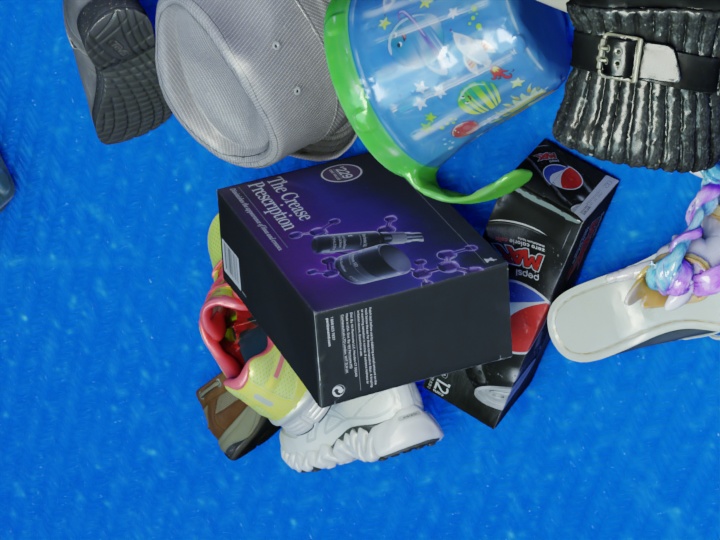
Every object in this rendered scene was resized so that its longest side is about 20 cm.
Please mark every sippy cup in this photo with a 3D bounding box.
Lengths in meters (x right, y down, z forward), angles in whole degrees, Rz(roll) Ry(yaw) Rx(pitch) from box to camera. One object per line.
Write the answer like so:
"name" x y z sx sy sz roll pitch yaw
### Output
"sippy cup" 0.065 -0.145 1.610 0.130 0.140 0.178 -21 115 27

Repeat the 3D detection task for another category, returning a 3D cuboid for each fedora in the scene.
"fedora" -0.083 -0.152 1.695 0.176 0.090 0.201 5 124 44

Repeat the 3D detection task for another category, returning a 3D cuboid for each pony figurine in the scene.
"pony figurine" 0.269 -0.025 1.500 0.192 0.200 0.167 12 131 25

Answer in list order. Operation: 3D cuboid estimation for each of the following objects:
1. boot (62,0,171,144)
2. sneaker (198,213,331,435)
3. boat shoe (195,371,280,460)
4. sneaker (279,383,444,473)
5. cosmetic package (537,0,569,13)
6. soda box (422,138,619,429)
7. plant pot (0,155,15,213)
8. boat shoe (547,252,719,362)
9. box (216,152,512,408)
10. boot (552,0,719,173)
"boot" -0.189 -0.188 1.772 0.200 0.070 0.132 96 150 -63
"sneaker" -0.081 0.022 1.768 0.078 0.090 0.200 -45 45 25
"boat shoe" -0.064 0.063 1.844 0.074 0.076 0.200 50 125 11
"sneaker" -0.006 0.104 1.820 0.200 0.075 0.081 -20 87 61
"cosmetic package" 0.146 -0.219 1.527 0.199 0.103 0.088 23 125 16
"soda box" 0.110 0.011 1.707 0.063 0.071 0.201 29 129 13
"plant pot" -0.390 -0.063 1.898 0.199 0.196 0.197 -15 109 28
"boat shoe" 0.224 0.015 1.645 0.199 0.062 0.075 -24 88 30
"box" 0.000 0.000 1.662 0.200 0.140 0.079 -131 34 -55
"boot" 0.131 -0.154 1.455 0.210 0.079 0.158 22 122 18
